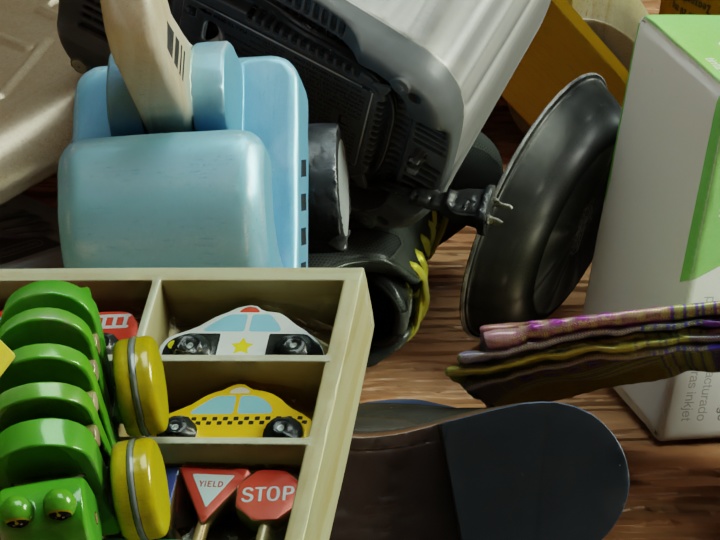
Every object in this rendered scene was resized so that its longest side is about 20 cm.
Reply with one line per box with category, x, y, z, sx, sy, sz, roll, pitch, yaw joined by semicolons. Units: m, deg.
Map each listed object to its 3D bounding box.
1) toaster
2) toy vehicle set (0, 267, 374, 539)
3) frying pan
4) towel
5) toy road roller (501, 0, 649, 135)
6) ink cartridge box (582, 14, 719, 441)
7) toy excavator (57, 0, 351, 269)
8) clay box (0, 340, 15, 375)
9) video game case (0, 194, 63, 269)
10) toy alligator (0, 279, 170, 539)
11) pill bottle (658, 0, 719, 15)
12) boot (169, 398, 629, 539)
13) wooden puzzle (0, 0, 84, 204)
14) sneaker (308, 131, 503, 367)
toaster;-0.007;-0.109;1.112;0.200;0.114;0.129;27;57;10
toy vehicle set;-0.103;0.052;0.924;0.200;0.027;0.124;0;45;12
frying pan;0.088;-0.022;1.194;0.031;0.115;0.190;27;8;19
towel;0.132;0.027;1.018;0.200;0.023;0.144;-6;-8;5
toy road roller;0.032;-0.118;1.402;0.200;0.146;0.123;44;20;-11
ink cartridge box;0.201;-0.019;1.146;0.200;0.146;0.084;-2;26;-21
toy excavator;-0.063;-0.051;0.990;0.100;0.195;0.200;-2;-16;6
clay box;-0.187;0.043;0.878;0.200;0.048;0.115;17;65;49
video game case;-0.228;-0.013;1.156;0.182;0.023;0.200;23;27;33
toy alligator;-0.089;0.064;0.850;0.059;0.054;0.200;-8;44;5
pill bottle;0.187;-0.111;1.291;0.111;0.200;0.111;6;22;-3
boot;-0.012;0.079;0.983;0.200;0.075;0.097;-2;-3;2
wooden puzzle;-0.141;-0.091;1.218;0.185;0.046;0.200;-33;38;-25
sneaker;0.000;0.000;1.153;0.085;0.075;0.200;29;39;29
